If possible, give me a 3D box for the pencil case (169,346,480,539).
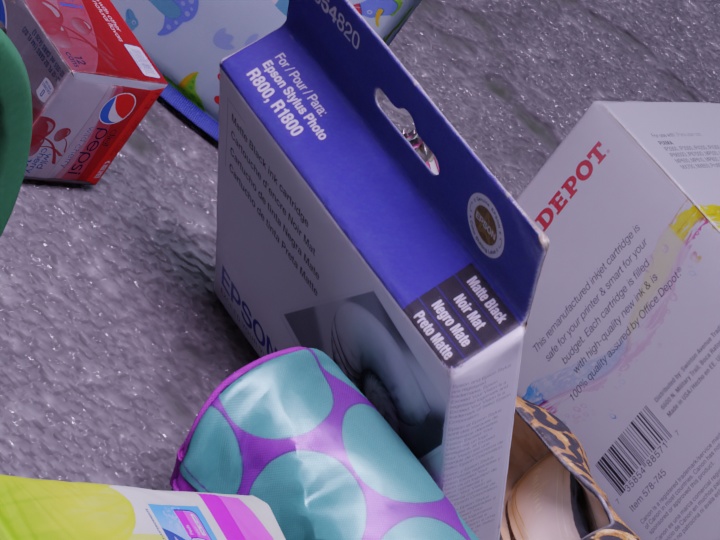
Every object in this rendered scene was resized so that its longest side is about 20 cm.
[{"bbox_3d":[0.009,0.129,1.043,0.092,0.085,0.200,-34,71,-25],"label":"pencil case"}]

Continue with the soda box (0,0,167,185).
[{"bbox_3d":[-0.174,-0.133,1.238,0.063,0.070,0.200,4,43,-49],"label":"soda box"}]

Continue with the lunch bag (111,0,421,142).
[{"bbox_3d":[-0.062,-0.179,1.336,0.200,0.170,0.127,36,27,0],"label":"lunch bag"}]

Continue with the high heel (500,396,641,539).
[{"bbox_3d":[0.070,0.103,1.147,0.143,0.071,0.200,53,8,15],"label":"high heel"}]

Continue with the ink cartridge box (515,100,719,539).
[{"bbox_3d":[0.171,0.031,1.324,0.144,0.145,0.200,-4,49,-53],"label":"ink cartridge box"}]

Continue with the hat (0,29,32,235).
[{"bbox_3d":[-0.247,-0.067,0.984,0.176,0.166,0.200,34,2,27],"label":"hat"}]

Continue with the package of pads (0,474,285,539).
[{"bbox_3d":[-0.066,0.162,0.919,0.154,0.068,0.200,9,38,-44],"label":"package of pads"}]

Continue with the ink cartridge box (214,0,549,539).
[{"bbox_3d":[0.000,0.000,1.107,0.041,0.200,0.200,-21,51,-23],"label":"ink cartridge box"}]

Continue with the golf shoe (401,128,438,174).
[{"bbox_3d":[0.009,-0.008,1.291,0.200,0.072,0.092,-83,158,-70],"label":"golf shoe"}]

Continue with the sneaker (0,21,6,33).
[{"bbox_3d":[-0.234,-0.092,1.102,0.115,0.076,0.200,37,27,5],"label":"sneaker"}]
